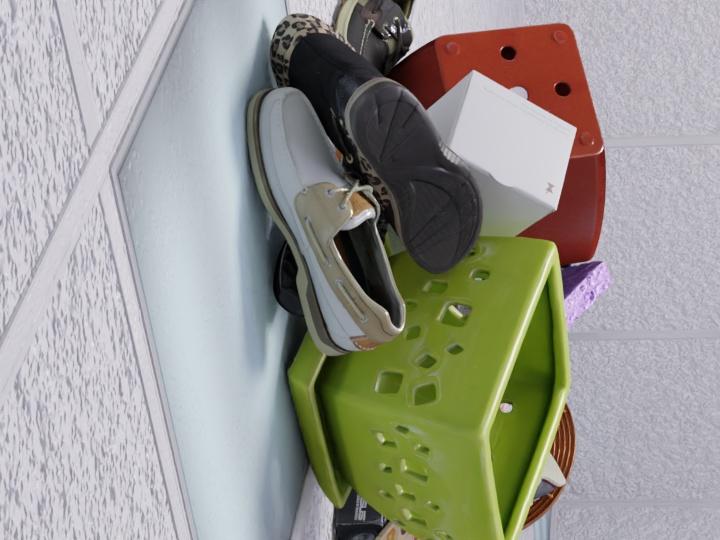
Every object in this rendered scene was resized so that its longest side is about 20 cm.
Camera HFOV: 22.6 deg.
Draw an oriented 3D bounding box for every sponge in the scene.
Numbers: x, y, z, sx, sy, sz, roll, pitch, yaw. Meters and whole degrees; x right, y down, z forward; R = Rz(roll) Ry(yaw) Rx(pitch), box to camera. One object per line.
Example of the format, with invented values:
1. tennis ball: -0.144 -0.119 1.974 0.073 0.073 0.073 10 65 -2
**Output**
1. sponge: 0.148 0.055 1.699 0.200 0.111 0.030 -40 108 -45

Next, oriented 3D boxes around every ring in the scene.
1. ring: 0.128 0.185 1.890 0.019 0.198 0.203 54 35 -57

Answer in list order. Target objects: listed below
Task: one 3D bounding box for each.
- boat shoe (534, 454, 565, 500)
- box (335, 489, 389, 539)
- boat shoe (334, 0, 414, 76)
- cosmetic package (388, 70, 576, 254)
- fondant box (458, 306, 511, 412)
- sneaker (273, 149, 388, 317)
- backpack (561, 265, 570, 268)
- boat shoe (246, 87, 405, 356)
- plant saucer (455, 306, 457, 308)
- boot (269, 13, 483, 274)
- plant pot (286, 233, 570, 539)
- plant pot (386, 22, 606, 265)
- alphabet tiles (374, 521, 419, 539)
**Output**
1. boat shoe: 0.149 0.202 1.758 0.071 0.062 0.200 51 15 10
2. box: 0.019 0.229 1.695 0.201 0.043 0.161 79 14 -46
3. boat shoe: 0.017 -0.221 1.664 0.202 0.065 0.072 -79 164 -52
4. cosmetic package: 0.078 -0.070 1.486 0.200 0.107 0.086 -36 -149 56
5. fondant box: 0.103 0.148 1.778 0.201 0.058 0.146 -59 149 -46
6. sneaker: -0.022 -0.025 1.422 0.090 0.070 0.201 -52 -170 50
7. backpack: 0.139 -0.049 2.033 0.135 0.181 0.201 -115 -172 -48
8. boat shoe: -0.019 -0.040 1.298 0.075 0.068 0.202 -31 105 -49
9. plant saucer: 0.075 0.030 1.884 0.200 0.036 0.202 -104 -167 -69
10. boot: 0.010 -0.098 1.359 0.151 0.073 0.200 46 -5 43
11. plant pot: 0.054 0.093 1.449 0.201 0.179 0.200 78 30 -49
12. plant pot: 0.128 -0.122 1.677 0.177 0.197 0.202 113 -32 -66
13. alphabet tiles: 0.021 0.313 1.618 0.166 0.006 0.202 -41 139 -54
